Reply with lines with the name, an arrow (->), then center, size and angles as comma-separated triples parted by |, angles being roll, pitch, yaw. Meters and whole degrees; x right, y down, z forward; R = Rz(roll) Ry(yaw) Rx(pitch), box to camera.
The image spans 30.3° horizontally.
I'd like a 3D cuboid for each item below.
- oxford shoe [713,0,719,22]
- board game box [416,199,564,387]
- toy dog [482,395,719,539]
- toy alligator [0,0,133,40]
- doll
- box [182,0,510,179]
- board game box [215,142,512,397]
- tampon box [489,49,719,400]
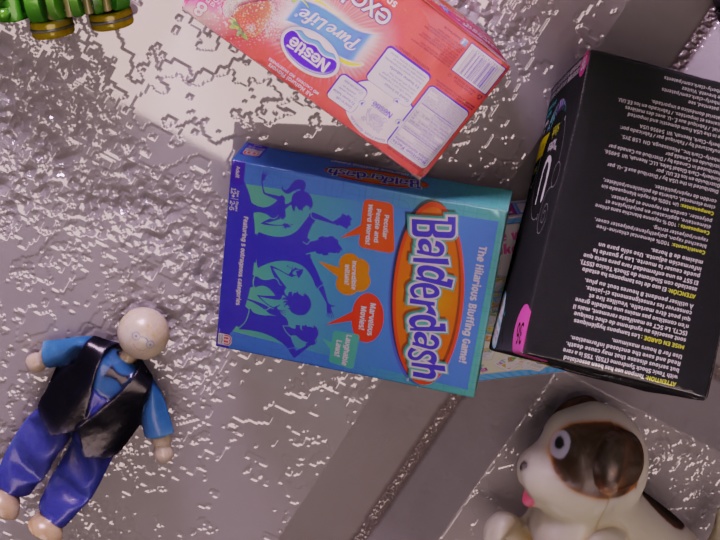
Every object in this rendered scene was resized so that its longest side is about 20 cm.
oxford shoe -> 0.310, -0.146, 0.945 | 0.084, 0.073, 0.201 | -17, 113, 1
board game box -> 0.135, 0.013, 1.018 | 0.199, 0.034, 0.135 | -6, 113, -2
toy dog -> 0.195, 0.201, 1.047 | 0.193, 0.140, 0.200 | -22, 110, 4
toy alligator -> -0.222, -0.185, 0.899 | 0.199, 0.054, 0.059 | -8, 113, -1
doll -> -0.206, 0.114, 1.027 | 0.136, 0.048, 0.200 | 31, 101, -6
box -> -0.010, -0.166, 0.900 | 0.200, 0.095, 0.103 | 33, 107, -16
board game box -> 0.000, 0.000, 0.970 | 0.199, 0.045, 0.153 | 10, 115, 7
tampon box -> 0.177, -0.025, 0.903 | 0.126, 0.150, 0.201 | 14, 86, -1
